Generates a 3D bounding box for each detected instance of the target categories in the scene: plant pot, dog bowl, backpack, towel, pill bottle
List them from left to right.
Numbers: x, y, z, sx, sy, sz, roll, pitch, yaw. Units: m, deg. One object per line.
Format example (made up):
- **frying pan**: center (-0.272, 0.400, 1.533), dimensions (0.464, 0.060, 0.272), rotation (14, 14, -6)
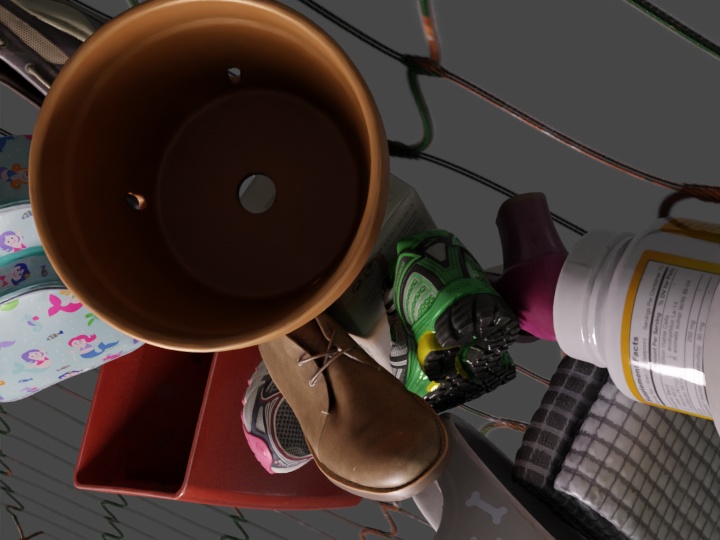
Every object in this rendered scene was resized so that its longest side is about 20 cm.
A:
- **backpack**: center (-0.260, -0.005, 1.688), dimensions (0.177, 0.151, 0.200), rotation (-23, 141, 9)
- **plant pot**: center (-0.072, -0.051, 1.280), dimensions (0.200, 0.200, 0.140), rotation (21, 180, 12)
- **plant pot**: center (-0.089, 0.099, 1.775), dimensions (0.176, 0.200, 0.200), rotation (18, 169, -30)
- **dog bowl**: center (0.095, 0.170, 1.398), dimensions (0.200, 0.059, 0.200), rotation (44, -175, -5)
- **towel**: center (0.188, 0.103, 1.406), dimensions (0.086, 0.166, 0.200), rotation (15, 161, 41)
- **pill bottle**: center (0.212, 0.032, 1.244), dimensions (0.200, 0.109, 0.109), rotation (13, 161, 34)

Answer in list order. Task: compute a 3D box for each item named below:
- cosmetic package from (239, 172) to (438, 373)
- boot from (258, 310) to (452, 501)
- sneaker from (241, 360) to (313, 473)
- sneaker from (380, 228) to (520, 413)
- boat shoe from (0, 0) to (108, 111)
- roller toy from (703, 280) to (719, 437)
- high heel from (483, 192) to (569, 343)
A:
- **cosmetic package**: center (0.000, 0.000, 1.454), dimensions (0.103, 0.087, 0.200), rotation (31, 169, 28)
- **boot**: center (-0.016, 0.068, 1.336), dimensions (0.200, 0.074, 0.075), rotation (42, 166, 51)
- **sneaker**: center (-0.002, 0.071, 1.572), dimensions (0.075, 0.200, 0.081), rotation (-2, 119, 52)
- **sneaker**: center (0.052, 0.033, 1.379), dimensions (0.200, 0.078, 0.085), rotation (102, 147, -66)
- **boat shoe**: center (-0.239, -0.149, 1.376), dimensions (0.200, 0.073, 0.075), rotation (24, 164, 1)
- **roller toy**: center (0.267, 0.037, 1.055), dimensions (0.182, 0.200, 0.140), rotation (-3, 170, -15)
- **high heel**: center (0.108, 0.033, 1.399), dimensions (0.067, 0.096, 0.200), rotation (-14, 158, 2)
